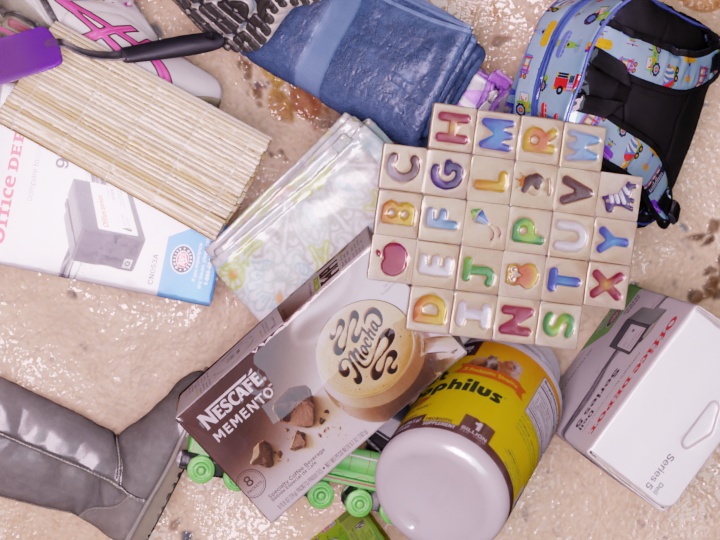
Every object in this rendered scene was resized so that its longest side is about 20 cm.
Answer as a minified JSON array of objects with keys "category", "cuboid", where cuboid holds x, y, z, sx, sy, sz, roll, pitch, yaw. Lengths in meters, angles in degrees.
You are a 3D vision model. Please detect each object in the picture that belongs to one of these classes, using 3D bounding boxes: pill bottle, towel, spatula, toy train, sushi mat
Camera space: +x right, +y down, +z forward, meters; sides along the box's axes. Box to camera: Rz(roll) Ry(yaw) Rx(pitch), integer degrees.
[{"category":"pill bottle","cuboid":[0.093,0.126,1.465,0.108,0.200,0.110,11,121,19]},{"category":"towel","cuboid":[-0.007,-0.186,1.495,0.199,0.049,0.112,31,91,18]},{"category":"spatula","cuboid":[-0.199,-0.171,1.438,0.198,0.057,0.021,-7,133,-25]},{"category":"toy train","cuboid":[-0.048,0.158,1.490,0.198,0.042,0.057,13,92,-9]},{"category":"towel","cuboid":[0.000,0.000,1.462,0.171,0.048,0.200,-42,99,6]},{"category":"sushi mat","cuboid":[-0.175,-0.109,1.449,0.199,0.012,0.096,28,74,-3]}]

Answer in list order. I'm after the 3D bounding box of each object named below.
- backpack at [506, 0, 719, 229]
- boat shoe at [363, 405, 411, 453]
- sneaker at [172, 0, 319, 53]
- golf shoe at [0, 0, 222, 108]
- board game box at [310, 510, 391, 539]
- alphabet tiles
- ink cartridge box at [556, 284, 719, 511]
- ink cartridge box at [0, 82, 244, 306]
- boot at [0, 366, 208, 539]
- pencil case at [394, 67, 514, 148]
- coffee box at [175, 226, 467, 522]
[{"category":"backpack","cuboid":[0.186,-0.137,1.469,0.134,0.199,0.184,23,95,34]},{"category":"boat shoe","cuboid":[0.036,0.156,1.549,0.199,0.074,0.068,33,101,-18]},{"category":"sneaker","cuboid":[-0.069,-0.238,1.456,0.078,0.199,0.090,46,52,-24]},{"category":"golf shoe","cuboid":[-0.197,-0.191,1.497,0.199,0.073,0.093,24,89,-8]},{"category":"board game box","cuboid":[-0.014,0.251,1.483,0.101,0.200,0.048,-39,97,-3]},{"category":"alphabet tiles","cuboid":[0.107,-0.031,1.366,0.198,0.006,0.168,7,95,-9]},{"category":"ink cartridge box","cuboid":[0.232,0.098,1.503,0.084,0.200,0.146,37,89,-8]},{"category":"ink cartridge box","cuboid":[-0.205,-0.062,1.498,0.198,0.084,0.147,11,92,-7]},{"category":"boot","cuboid":[-0.236,0.124,1.522,0.199,0.073,0.183,28,88,-1]},{"category":"pencil case","cuboid":[0.063,-0.080,1.529,0.084,0.085,0.201,21,94,-35]},{"category":"coffee box","cuboid":[-0.032,0.079,1.411,0.200,0.080,0.113,-41,100,5]}]
